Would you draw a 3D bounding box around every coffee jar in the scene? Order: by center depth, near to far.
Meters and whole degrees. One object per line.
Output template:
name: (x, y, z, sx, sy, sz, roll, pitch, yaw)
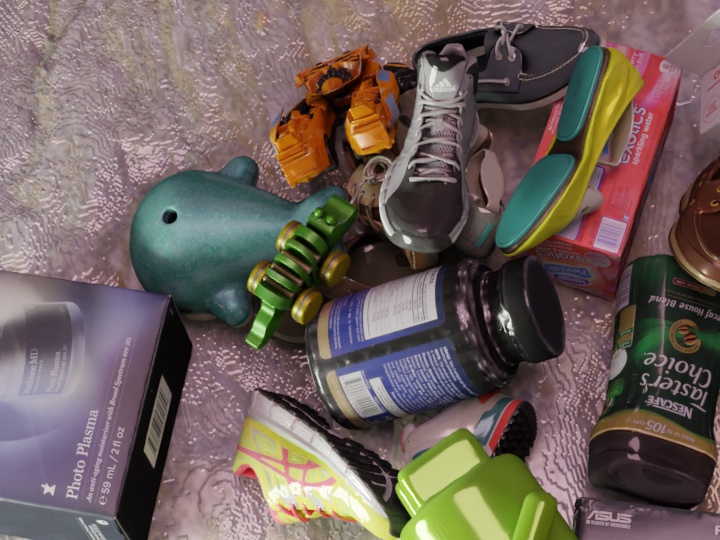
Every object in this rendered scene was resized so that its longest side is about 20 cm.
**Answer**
coffee jar: (0.254, 0.095, 1.548, 0.103, 0.085, 0.202, 17, 68, -9)

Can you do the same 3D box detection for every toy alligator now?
toy alligator: (-0.037, -0.024, 1.535, 0.059, 0.054, 0.201, 32, 79, 18)

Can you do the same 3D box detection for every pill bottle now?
pill bottle: (0.063, 0.056, 1.535, 0.198, 0.112, 0.113, -17, 63, 23)

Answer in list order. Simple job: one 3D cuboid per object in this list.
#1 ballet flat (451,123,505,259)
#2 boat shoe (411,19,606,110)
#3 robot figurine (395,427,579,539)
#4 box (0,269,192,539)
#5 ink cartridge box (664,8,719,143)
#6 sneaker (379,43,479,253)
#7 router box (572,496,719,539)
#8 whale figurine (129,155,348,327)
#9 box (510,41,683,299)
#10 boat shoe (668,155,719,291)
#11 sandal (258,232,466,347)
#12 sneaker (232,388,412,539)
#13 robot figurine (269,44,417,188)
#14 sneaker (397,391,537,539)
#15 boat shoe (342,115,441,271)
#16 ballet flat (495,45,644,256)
ballet flat: (0.097, -0.093, 1.627, 0.067, 0.064, 0.201, 18, 37, -24)
boat shoe: (0.126, -0.186, 1.641, 0.199, 0.062, 0.073, -6, 53, 46)
robot figurine: (0.109, 0.223, 1.422, 0.115, 0.176, 0.201, -32, 75, -13)
box: (-0.265, 0.118, 1.563, 0.196, 0.124, 0.202, 7, 67, 9)
ink cartridge box: (0.369, -0.147, 1.584, 0.198, 0.115, 0.068, 22, 55, -21)
sneaker: (0.058, -0.115, 1.519, 0.074, 0.116, 0.201, 6, 43, 5)
router box: (0.262, 0.272, 1.487, 0.197, 0.062, 0.151, 6, 66, 7)
whale figurine: (-0.110, -0.032, 1.606, 0.198, 0.104, 0.161, -6, 66, 23)
box: (0.207, -0.091, 1.634, 0.102, 0.095, 0.202, 16, 68, 11)
boat shoe: (0.305, -0.046, 1.563, 0.071, 0.068, 0.200, 25, 28, -1)
sandal: (0.000, -0.001, 1.630, 0.199, 0.057, 0.080, -25, 67, -7)
sneaker: (-0.033, 0.179, 1.531, 0.199, 0.078, 0.091, 33, 96, 43)
robot figurine: (-0.018, -0.142, 1.633, 0.144, 0.059, 0.200, -21, 22, 11)
sneaker: (0.062, 0.180, 1.550, 0.093, 0.070, 0.201, 24, 72, 35)
boat shoe: (0.025, -0.063, 1.618, 0.073, 0.076, 0.201, -9, 33, -5)
ballet flat: (0.183, -0.090, 1.546, 0.067, 0.067, 0.202, 31, 78, -26)
